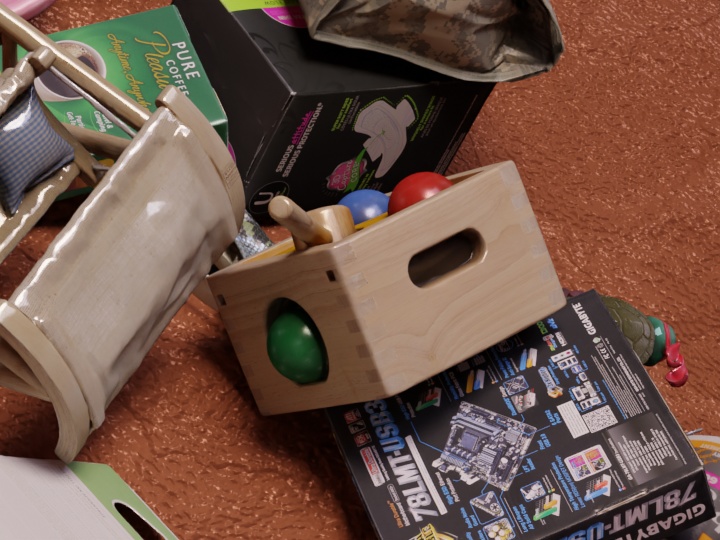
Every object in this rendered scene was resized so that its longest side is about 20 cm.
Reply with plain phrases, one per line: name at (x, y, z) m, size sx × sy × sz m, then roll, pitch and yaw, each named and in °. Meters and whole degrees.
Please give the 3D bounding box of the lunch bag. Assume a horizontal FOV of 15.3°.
lunch bag at (0.048, -0.227, 1.892) m, size 0.199 × 0.118 × 0.164 m, roll 13°, pitch 38°, yaw -32°

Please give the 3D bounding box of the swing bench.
swing bench at (-0.199, -0.028, 1.621) m, size 0.199 × 0.130 × 0.199 m, roll 26°, pitch 57°, yaw 12°

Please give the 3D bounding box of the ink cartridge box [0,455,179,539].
ink cartridge box at (-0.175, 0.164, 1.543) m, size 0.146 × 0.048 × 0.200 m, roll 44°, pitch 13°, yaw 29°

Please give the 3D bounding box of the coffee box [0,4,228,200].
coffee box at (-0.199, -0.105, 1.806) m, size 0.199 × 0.044 × 0.123 m, roll -16°, pitch 51°, yaw -15°

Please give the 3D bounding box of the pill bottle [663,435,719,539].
pill bottle at (0.196, 0.198, 1.709) m, size 0.116 × 0.117 × 0.200 m, roll 34°, pitch 35°, yaw 7°

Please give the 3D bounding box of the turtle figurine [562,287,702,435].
turtle figurine at (0.147, 0.058, 1.870) m, size 0.199 × 0.101 × 0.150 m, roll 3°, pitch 43°, yaw -24°

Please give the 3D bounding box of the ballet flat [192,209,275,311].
ballet flat at (-0.111, -0.029, 1.819) m, size 0.074 × 0.074 × 0.200 m, roll -17°, pitch 53°, yaw -45°

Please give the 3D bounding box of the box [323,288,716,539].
box at (0.095, 0.117, 1.682) m, size 0.198 × 0.050 × 0.200 m, roll -24°, pitch 38°, yaw -3°

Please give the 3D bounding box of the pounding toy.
pounding toy at (0.000, 0.000, 1.699) m, size 0.200 × 0.184 × 0.143 m, roll -26°, pitch 97°, yaw -33°

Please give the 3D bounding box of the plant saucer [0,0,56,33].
plant saucer at (-0.292, -0.238, 1.912) m, size 0.199 × 0.051 × 0.201 m, roll 2°, pitch 57°, yaw -3°

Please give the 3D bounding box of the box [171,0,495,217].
box at (-0.034, -0.135, 1.938) m, size 0.199 × 0.125 × 0.149 m, roll -8°, pitch 49°, yaw -42°
